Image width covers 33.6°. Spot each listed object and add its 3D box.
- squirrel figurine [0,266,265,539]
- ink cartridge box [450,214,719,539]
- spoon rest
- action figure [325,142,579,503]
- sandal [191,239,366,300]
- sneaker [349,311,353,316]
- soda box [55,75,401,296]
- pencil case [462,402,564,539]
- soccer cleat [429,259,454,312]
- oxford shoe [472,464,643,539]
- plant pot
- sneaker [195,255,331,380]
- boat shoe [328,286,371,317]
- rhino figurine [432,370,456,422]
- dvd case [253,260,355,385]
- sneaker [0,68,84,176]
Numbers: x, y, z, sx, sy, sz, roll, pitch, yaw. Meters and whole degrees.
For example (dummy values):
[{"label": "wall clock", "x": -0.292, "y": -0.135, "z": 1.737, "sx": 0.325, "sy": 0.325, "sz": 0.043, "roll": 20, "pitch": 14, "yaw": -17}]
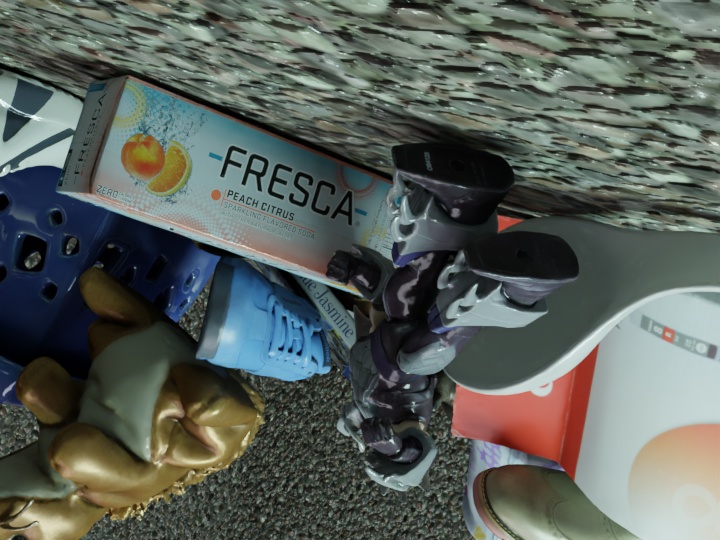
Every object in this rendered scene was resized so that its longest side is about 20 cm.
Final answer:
[{"label": "squirrel figurine", "x": -0.163, "y": 0.125, "z": 0.790, "sx": 0.142, "sy": 0.187, "sz": 0.200, "roll": 40, "pitch": 178, "yaw": 21}, {"label": "ink cartridge box", "x": 0.143, "y": 0.065, "z": 0.639, "sx": 0.200, "sy": 0.162, "sz": 0.050, "roll": 14, "pitch": -147, "yaw": 16}, {"label": "spoon rest", "x": 0.118, "y": 0.012, "z": 0.563, "sx": 0.200, "sy": 0.099, "sz": 0.061, "roll": -6, "pitch": 146, "yaw": 37}, {"label": "action figure", "x": 0.022, "y": 0.028, "z": 0.566, "sx": 0.069, "sy": 0.130, "sz": 0.200, "roll": -6, "pitch": 147, "yaw": -25}, {"label": "sandal", "x": -0.073, "y": -0.027, "z": 0.752, "sx": 0.200, "sy": 0.055, "sz": 0.082, "roll": 32, "pitch": 171, "yaw": 5}, {"label": "sneaker", "x": 0.036, "y": 0.031, "z": 1.002, "sx": 0.200, "sy": 0.071, "sz": 0.073, "roll": 44, "pitch": 155, "yaw": -2}, {"label": "soda box", "x": -0.055, "y": -0.039, "z": 0.643, "sx": 0.200, "sy": 0.064, "sz": 0.068, "roll": 20, "pitch": 175, "yaw": -29}, {"label": "pencil case", "x": 0.113, "y": 0.118, "z": 0.807, "sx": 0.083, "sy": 0.091, "sz": 0.200, "roll": 5, "pitch": 142, "yaw": 6}, {"label": "soccer cleat", "x": 0.079, "y": 0.026, "z": 0.877, "sx": 0.086, "sy": 0.070, "sz": 0.200, "roll": 16, "pitch": 176, "yaw": -2}, {"label": "oxford shoe", "x": 0.165, "y": 0.147, "z": 0.725, "sx": 0.200, "sy": 0.071, "sz": 0.075, "roll": 17, "pitch": 133, "yaw": -20}, {"label": "plant pot", "x": -0.243, "y": -0.004, "z": 0.876, "sx": 0.200, "sy": 0.180, "sz": 0.200, "roll": 24, "pitch": 176, "yaw": 17}, {"label": "sneaker", "x": -0.055, "y": 0.036, "z": 0.757, "sx": 0.078, "sy": 0.066, "sz": 0.200, "roll": 15, "pitch": 174, "yaw": 4}, {"label": "boat shoe", "x": 0.000, "y": 0.000, "z": 0.847, "sx": 0.068, "sy": 0.072, "sz": 0.200, "roll": 24, "pitch": 169, "yaw": -9}, {"label": "rhino figurine", "x": 0.088, "y": 0.091, "z": 0.901, "sx": 0.200, "sy": 0.060, "sz": 0.087, "roll": 23, "pitch": -178, "yaw": -41}, {"label": "dvd case", "x": -0.033, "y": 0.027, "z": 0.864, "sx": 0.200, "sy": 0.018, "sz": 0.143, "roll": 51, "pitch": 171, "yaw": 2}, {"label": "sneaker", "x": -0.233, "y": -0.056, "z": 0.668, "sx": 0.079, "sy": 0.130, "sz": 0.199, "roll": 15, "pitch": 175, "yaw": 27}]
